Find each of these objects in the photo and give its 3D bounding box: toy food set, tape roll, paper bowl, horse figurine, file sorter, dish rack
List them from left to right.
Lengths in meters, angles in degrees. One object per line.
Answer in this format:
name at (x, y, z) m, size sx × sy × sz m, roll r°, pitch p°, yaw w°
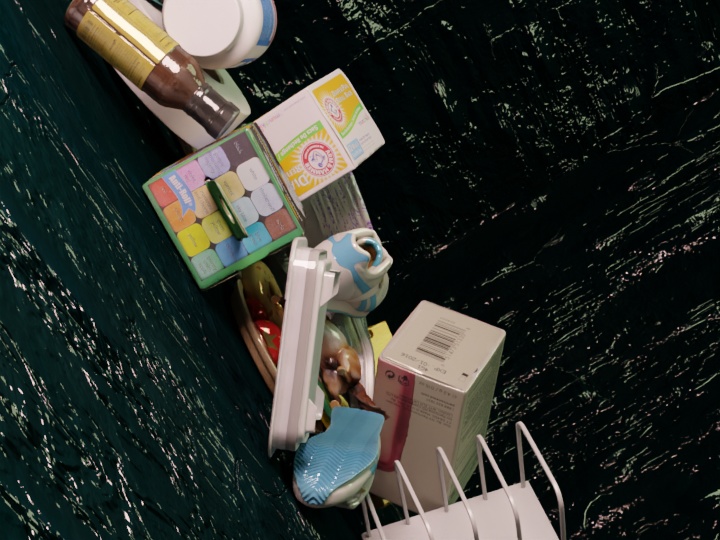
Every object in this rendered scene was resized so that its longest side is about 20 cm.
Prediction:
tape roll at (-0.221, -0.236, 1.637) m, size 0.203 × 0.071 × 0.203 m, roll 47°, pitch 10°, yaw -11°
toy food set at (-0.083, 0.093, 1.556) m, size 0.199 × 0.048 × 0.200 m, roll 61°, pitch 2°, yaw -18°
dish rack at (-0.051, 0.071, 1.320) m, size 0.172 × 0.043 × 0.202 m, roll -52°, pitch 150°, yaw -88°
paper bowl at (-0.052, -0.065, 1.741) m, size 0.201 × 0.104 × 0.202 m, roll 159°, pitch -90°, yaw -83°
horse figurine at (-0.037, 0.081, 1.517) m, size 0.201 × 0.050 × 0.133 m, roll 58°, pitch 7°, yaw 0°
file sorter at (0.105, 0.265, 1.475) m, size 0.139 × 0.198 × 0.125 m, roll -116°, pitch -168°, yaw -52°

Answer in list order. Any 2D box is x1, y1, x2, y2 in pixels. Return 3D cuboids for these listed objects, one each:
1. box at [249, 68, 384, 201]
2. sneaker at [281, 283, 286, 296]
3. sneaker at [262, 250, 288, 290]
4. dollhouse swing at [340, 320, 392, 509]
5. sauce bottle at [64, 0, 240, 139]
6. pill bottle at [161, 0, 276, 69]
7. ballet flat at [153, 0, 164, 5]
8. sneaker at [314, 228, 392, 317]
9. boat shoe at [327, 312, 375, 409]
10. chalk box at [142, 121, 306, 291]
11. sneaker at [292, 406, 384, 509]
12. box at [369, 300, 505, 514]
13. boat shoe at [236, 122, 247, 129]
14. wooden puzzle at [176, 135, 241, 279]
box at (-0.089, -0.126, 1.571) m, size 0.102 × 0.199 × 0.113 m, roll 57°, pitch 25°, yaw -7°
sneaker at (-0.081, 0.053, 1.755) m, size 0.200 × 0.074 × 0.100 m, roll 91°, pitch -22°, yaw -76°
sneaker at (-0.123, -0.028, 1.863) m, size 0.074 × 0.081 × 0.201 m, roll -61°, pitch 146°, yaw -38°
dollhouse swing at (-0.018, 0.192, 1.757) m, size 0.181 × 0.175 × 0.201 m, roll -21°, pitch 89°, yaw -47°
sauce bottle at (-0.212, -0.213, 1.435) m, size 0.200 × 0.065 × 0.065 m, roll 42°, pitch 3°, yaw -2°
pill bottle at (-0.157, -0.279, 1.542) m, size 0.113 × 0.112 × 0.200 m, roll 61°, pitch 7°, yaw -6°
ballet flat at (-0.212, -0.338, 1.661) m, size 0.072 × 0.072 × 0.200 m, roll 62°, pitch 14°, yaw 25°
sneaker at (0.000, 0.000, 1.530) m, size 0.077 × 0.081 × 0.200 m, roll 56°, pitch 14°, yaw 9°
boat shoe at (-0.021, 0.087, 1.617) m, size 0.075 × 0.064 × 0.204 m, roll 92°, pitch -12°, yaw -67°
chalk box at (-0.136, -0.066, 1.417) m, size 0.126 × 0.123 × 0.200 m, roll 62°, pitch 4°, yaw -8°
sneaker at (-0.018, 0.199, 1.369) m, size 0.200 × 0.076 × 0.082 m, roll -37°, pitch 136°, yaw -73°
box at (0.081, 0.159, 1.581) m, size 0.128 × 0.108 × 0.201 m, roll -48°, pitch 153°, yaw -50°
boat shoe at (-0.176, -0.174, 1.806) m, size 0.200 × 0.060 × 0.074 m, roll 29°, pitch -15°, yaw 48°
wooden puzzle at (-0.170, -0.063, 1.724) m, size 0.185 × 0.037 × 0.201 m, roll 58°, pitch 9°, yaw -59°
